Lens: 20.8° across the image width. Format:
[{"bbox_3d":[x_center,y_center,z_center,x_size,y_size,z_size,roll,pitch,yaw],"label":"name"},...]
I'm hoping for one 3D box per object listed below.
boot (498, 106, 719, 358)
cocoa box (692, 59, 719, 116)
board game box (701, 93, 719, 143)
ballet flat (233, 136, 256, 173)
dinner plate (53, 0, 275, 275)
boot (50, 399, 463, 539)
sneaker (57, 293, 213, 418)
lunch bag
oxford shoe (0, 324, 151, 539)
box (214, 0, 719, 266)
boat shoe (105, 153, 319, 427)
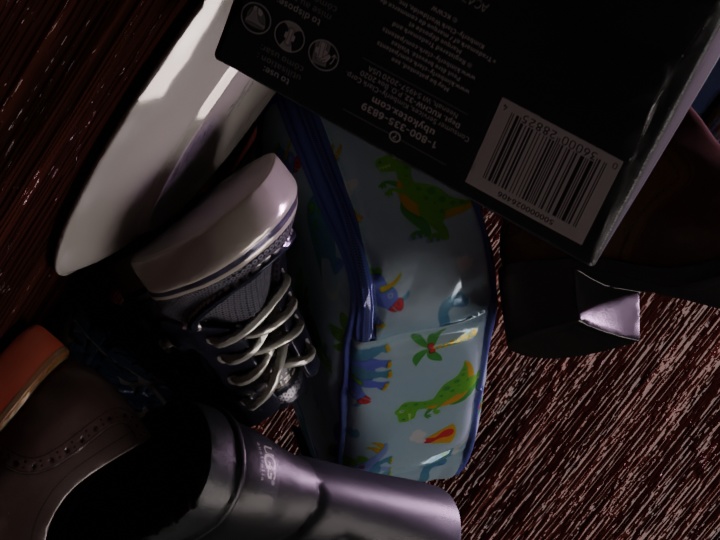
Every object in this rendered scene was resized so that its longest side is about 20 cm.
[{"bbox_3d":[0.134,-0.077,0.811,0.187,0.068,0.202,-18,-115,44],"label":"boot"},{"bbox_3d":[0.141,-0.157,0.944,0.201,0.131,0.133,-54,-179,27],"label":"cocoa box"},{"bbox_3d":[0.192,-0.076,0.959,0.135,0.045,0.200,-54,-179,-11],"label":"board game box"},{"bbox_3d":[-0.021,-0.070,1.009,0.076,0.064,0.200,-60,-178,-36],"label":"ballet flat"},{"bbox_3d":[-0.051,-0.075,0.759,0.201,0.024,0.200,-54,178,-3],"label":"dinner plate"},{"bbox_3d":[-0.073,0.130,0.867,0.199,0.168,0.077,-28,-127,32],"label":"boot"},{"bbox_3d":[-0.118,0.066,0.910,0.085,0.077,0.200,-47,177,1],"label":"sneaker"},{"bbox_3d":[0.000,0.000,0.916,0.082,0.162,0.201,-12,146,-12],"label":"lunch bag"},{"bbox_3d":[-0.160,0.122,0.769,0.201,0.072,0.071,-54,178,2],"label":"oxford shoe"},{"bbox_3d":[0.068,-0.126,0.671,0.200,0.148,0.125,-53,170,-52],"label":"box"},{"bbox_3d":[-0.045,0.014,0.801,0.074,0.093,0.200,-38,-173,-11],"label":"boat shoe"}]
